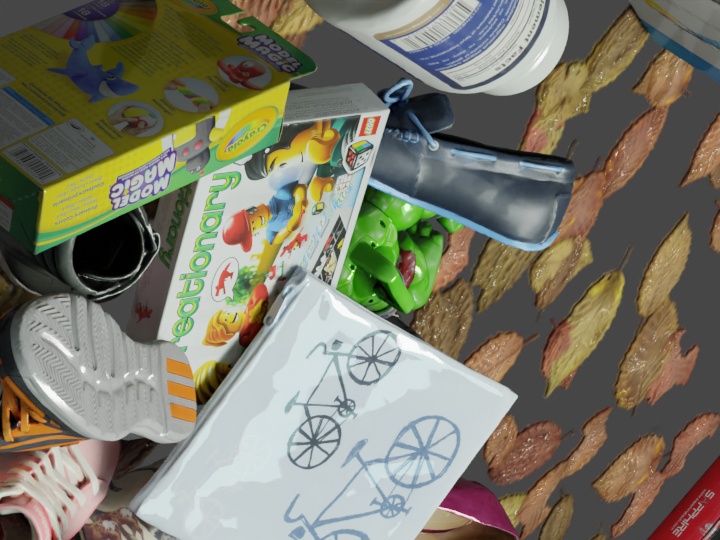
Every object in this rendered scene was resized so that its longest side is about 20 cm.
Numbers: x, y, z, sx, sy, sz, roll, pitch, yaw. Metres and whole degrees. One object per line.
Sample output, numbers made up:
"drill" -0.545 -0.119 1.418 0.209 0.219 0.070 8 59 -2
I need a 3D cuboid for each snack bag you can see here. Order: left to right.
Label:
"snack bag" -0.025 0.111 1.664 0.200 0.021 0.189 30 100 -37

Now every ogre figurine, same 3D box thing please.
"ogre figurine" 0.000 0.000 1.744 0.200 0.098 0.120 -30 157 -5

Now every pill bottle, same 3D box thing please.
"pill bottle" 0.049 -0.169 1.618 0.111 0.111 0.200 -56 151 5

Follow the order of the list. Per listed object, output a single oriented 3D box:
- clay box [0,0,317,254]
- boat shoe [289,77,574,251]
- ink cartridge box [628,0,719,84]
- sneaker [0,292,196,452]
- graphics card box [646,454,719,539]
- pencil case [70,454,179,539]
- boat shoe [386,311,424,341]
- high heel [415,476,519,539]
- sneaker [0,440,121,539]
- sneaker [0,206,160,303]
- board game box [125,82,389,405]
"clay box" -0.129 -0.088 1.440 0.200 0.115 0.048 -26 142 -39
"boat shoe" 0.036 -0.080 1.663 0.200 0.084 0.069 22 102 -21
"ink cartridge box" 0.266 -0.219 1.847 0.147 0.146 0.200 -52 151 -3
"sneaker" -0.176 0.067 1.497 0.200 0.112 0.078 36 48 -65
"graphics card box" 0.329 0.266 2.572 0.126 0.051 0.200 -48 150 -10
"pencil case" -0.094 0.142 1.715 0.200 0.089 0.078 -18 121 -16
"boat shoe" -0.041 0.095 1.827 0.200 0.060 0.076 -45 151 -15
"high heel" 0.027 0.192 1.996 0.200 0.096 0.068 -23 139 -43
"sneaker" -0.187 0.137 1.579 0.105 0.075 0.200 -18 -162 48
"sneaker" -0.150 -0.009 1.512 0.071 0.099 0.200 -51 153 -8
"board game box" -0.065 -0.012 1.593 0.126 0.035 0.200 -10 130 -36
